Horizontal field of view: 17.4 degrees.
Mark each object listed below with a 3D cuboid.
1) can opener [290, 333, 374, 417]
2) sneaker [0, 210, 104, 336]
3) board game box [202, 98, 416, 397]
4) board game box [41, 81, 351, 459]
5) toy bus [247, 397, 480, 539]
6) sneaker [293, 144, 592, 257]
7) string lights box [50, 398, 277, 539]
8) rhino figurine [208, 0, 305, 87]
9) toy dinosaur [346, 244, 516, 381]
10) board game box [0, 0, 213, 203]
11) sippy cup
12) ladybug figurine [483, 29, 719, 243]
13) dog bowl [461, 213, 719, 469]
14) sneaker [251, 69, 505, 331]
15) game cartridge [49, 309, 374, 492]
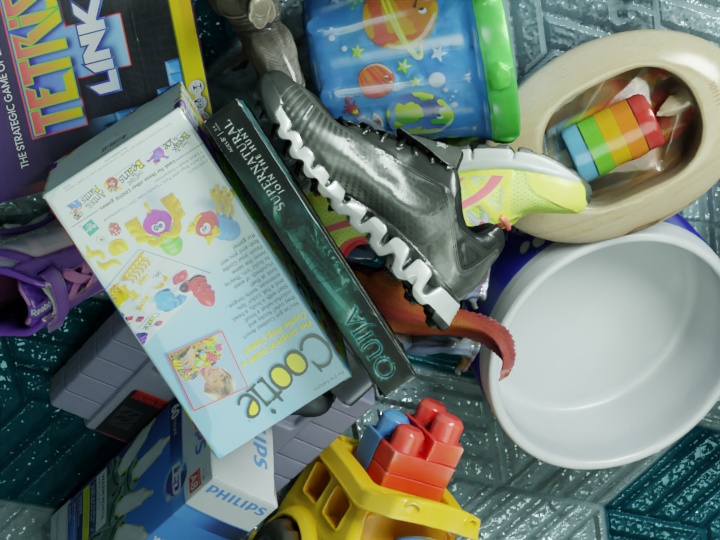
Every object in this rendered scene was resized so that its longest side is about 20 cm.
[{"bbox_3d":[-0.075,0.019,1.586,0.078,0.063,0.200,-39,103,3],"label":"can opener"},{"bbox_3d":[-0.204,0.002,1.573,0.198,0.089,0.081,-15,120,-14],"label":"sneaker"},{"bbox_3d":[-0.032,-0.017,1.480,0.028,0.135,0.201,-33,94,1],"label":"board game box"},{"bbox_3d":[-0.102,-0.002,1.493,0.104,0.103,0.201,-31,103,4],"label":"board game box"},{"bbox_3d":[0.024,0.195,1.705,0.135,0.200,0.193,20,104,-30],"label":"toy bus"},{"bbox_3d":[0.055,-0.035,1.570,0.198,0.078,0.091,-2,82,7],"label":"sneaker"},{"bbox_3d":[-0.140,0.169,1.650,0.059,0.103,0.200,26,127,-29],"label":"string lights box"},{"bbox_3d":[-0.071,-0.188,1.502,0.059,0.087,0.201,-28,121,-19],"label":"rhino figurine"},{"bbox_3d":[0.000,0.000,1.609,0.180,0.200,0.106,15,86,-17],"label":"toy dinosaur"},{"bbox_3d":[-0.189,-0.155,1.506,0.164,0.057,0.201,-17,123,-10],"label":"board game box"},{"bbox_3d":[0.031,-0.142,1.550,0.129,0.140,0.179,-11,112,1],"label":"sippy cup"},{"bbox_3d":[0.172,-0.095,1.640,0.198,0.072,0.137,-21,102,3],"label":"ladybug figurine"},{"bbox_3d":[0.176,0.042,1.730,0.198,0.079,0.202,-8,122,-13],"label":"dog bowl"},{"bbox_3d":[0.017,-0.062,1.502,0.090,0.066,0.200,-42,98,0],"label":"sneaker"},{"bbox_3d":[-0.105,0.089,1.668,0.199,0.039,0.130,24,125,-29],"label":"game cartridge"}]
